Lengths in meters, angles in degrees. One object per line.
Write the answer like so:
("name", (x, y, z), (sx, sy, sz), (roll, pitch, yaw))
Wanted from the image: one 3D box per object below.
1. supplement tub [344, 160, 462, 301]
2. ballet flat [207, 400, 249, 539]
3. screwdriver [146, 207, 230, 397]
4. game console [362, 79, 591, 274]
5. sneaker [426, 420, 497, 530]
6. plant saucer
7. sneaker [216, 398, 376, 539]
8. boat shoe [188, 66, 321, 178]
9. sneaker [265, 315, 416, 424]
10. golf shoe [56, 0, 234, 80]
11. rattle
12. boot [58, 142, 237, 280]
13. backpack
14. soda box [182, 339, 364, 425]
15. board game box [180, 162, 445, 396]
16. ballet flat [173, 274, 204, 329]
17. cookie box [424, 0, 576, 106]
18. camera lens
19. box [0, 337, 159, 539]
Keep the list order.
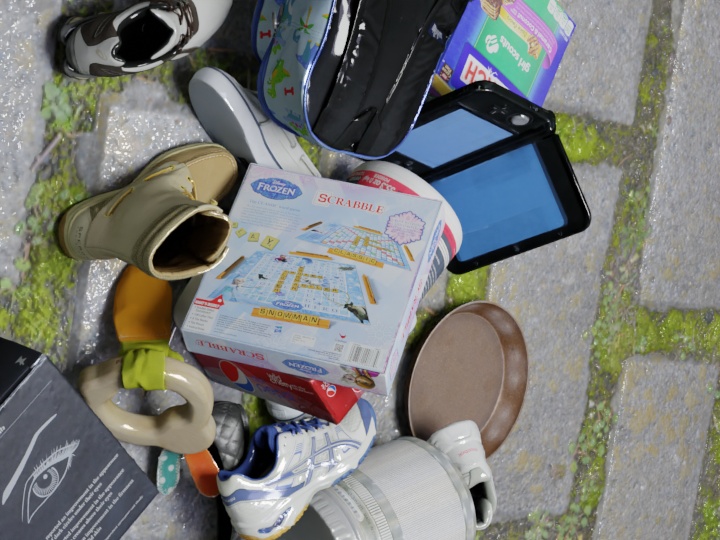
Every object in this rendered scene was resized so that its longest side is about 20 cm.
("supplement tub", (0.000, 0.000, 1.719), (0.200, 0.140, 0.141), (-53, 129, -22))
("ballet flat", (-0.141, 0.230, 1.698), (0.056, 0.066, 0.201), (-8, 99, -28))
("screwdriver", (-0.171, 0.032, 1.644), (0.028, 0.029, 0.201), (24, 82, -43))
("game console", (0.112, -0.093, 1.744), (0.175, 0.199, 0.117), (20, 59, -43))
("sneaker", (0.113, 0.262, 1.878), (0.077, 0.100, 0.201), (-18, 141, -10))
("plant saucer", (0.117, 0.131, 1.931), (0.199, 0.034, 0.202), (-13, 109, -41))
("sneaker", (-0.061, 0.179, 1.672), (0.200, 0.075, 0.088), (-45, 120, -33))
("boat shoe", (-0.092, -0.144, 1.648), (0.086, 0.074, 0.202), (-53, 132, -21))
("sneaker", (-0.018, 0.106, 1.784), (0.200, 0.073, 0.071), (-36, 131, -22))
("golf shoe", (-0.179, -0.221, 1.537), (0.200, 0.094, 0.078), (-32, 118, -36))
("rattle", (-0.192, 0.114, 1.631), (0.130, 0.143, 0.200), (-31, 137, 9))
("boot", (-0.160, -0.055, 1.547), (0.199, 0.155, 0.073), (-28, 117, -36))
("backpack", (-0.012, -0.216, 1.591), (0.182, 0.147, 0.201), (14, 97, -46))
("soda box", (-0.080, 0.084, 1.621), (0.070, 0.199, 0.064), (-49, 128, -24))
("board game box", (-0.041, 0.005, 1.561), (0.041, 0.199, 0.200), (82, 24, -56))
("ballet flat", (-0.095, -0.005, 1.630), (0.200, 0.069, 0.070), (-41, 125, -14))
("cookie box", (0.135, -0.236, 1.827), (0.171, 0.075, 0.201), (41, 65, -40))
("camera lens", (0.012, 0.275, 1.776), (0.199, 0.159, 0.161), (-16, 110, -40))
("box", (-0.303, 0.180, 1.500), (0.148, 0.104, 0.200), (-49, 127, -24))
